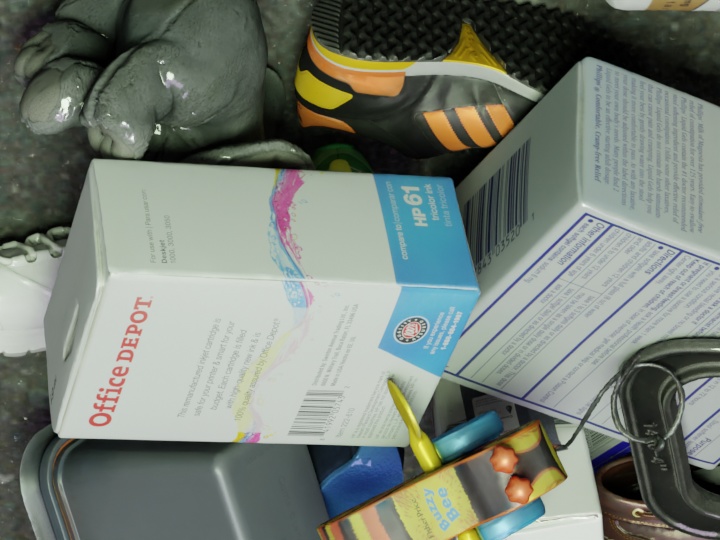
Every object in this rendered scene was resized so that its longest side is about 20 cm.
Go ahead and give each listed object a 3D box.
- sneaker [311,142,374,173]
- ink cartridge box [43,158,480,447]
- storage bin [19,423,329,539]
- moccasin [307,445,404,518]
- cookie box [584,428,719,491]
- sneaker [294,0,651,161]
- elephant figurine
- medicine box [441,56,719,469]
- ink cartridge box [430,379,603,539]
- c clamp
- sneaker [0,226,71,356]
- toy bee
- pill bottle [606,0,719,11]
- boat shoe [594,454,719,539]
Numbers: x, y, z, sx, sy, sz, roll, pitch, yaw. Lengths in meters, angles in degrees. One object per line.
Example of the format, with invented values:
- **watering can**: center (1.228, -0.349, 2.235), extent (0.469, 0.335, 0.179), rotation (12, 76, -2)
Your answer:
- **sneaker**: center (0.000, 0.000, 1.647), extent (0.074, 0.084, 0.200), rotation (-5, 146, -3)
- **ink cartridge box**: center (-0.057, 0.019, 1.515), extent (0.200, 0.085, 0.145), rotation (2, 141, -18)
- **storage bin**: center (-0.093, 0.170, 1.663), extent (0.134, 0.146, 0.200), rotation (-8, 105, 38)
- **moccasin**: center (-0.025, 0.127, 1.737), extent (0.080, 0.068, 0.200), rotation (12, 150, -30)
- **cookie box**: center (0.253, 0.120, 1.759), extent (0.171, 0.075, 0.200), rotation (-33, 122, 18)
- **sneaker**: center (0.061, -0.096, 1.589), extent (0.200, 0.070, 0.090), rotation (10, 137, -11)
- **elephant figurine**: center (-0.088, -0.064, 1.562), extent (0.155, 0.142, 0.200), rotation (-2, 137, 36)
- **medicine box**: center (0.159, 0.001, 1.570), extent (0.200, 0.103, 0.182), rotation (19, 143, -20)
- **ink cartridge box**: center (0.090, 0.133, 1.675), extent (0.084, 0.200, 0.145), rotation (-7, 128, 0)
- **c clamp**: center (0.230, 0.099, 1.582), extent (0.171, 0.027, 0.200), rotation (-3, 139, 21)
- **sneaker**: center (-0.171, 0.006, 1.646), extent (0.200, 0.075, 0.087), rotation (12, 113, -22)
- **toy bee**: center (0.060, 0.104, 1.499), extent (0.131, 0.109, 0.200), rotation (42, 100, 6)
- **pill bottle**: center (0.226, -0.190, 1.496), extent (0.200, 0.114, 0.114), rotation (0, 127, -6)
- **boat shoe**: center (0.233, 0.127, 1.671), extent (0.200, 0.070, 0.070), rotation (-12, 131, 5)
